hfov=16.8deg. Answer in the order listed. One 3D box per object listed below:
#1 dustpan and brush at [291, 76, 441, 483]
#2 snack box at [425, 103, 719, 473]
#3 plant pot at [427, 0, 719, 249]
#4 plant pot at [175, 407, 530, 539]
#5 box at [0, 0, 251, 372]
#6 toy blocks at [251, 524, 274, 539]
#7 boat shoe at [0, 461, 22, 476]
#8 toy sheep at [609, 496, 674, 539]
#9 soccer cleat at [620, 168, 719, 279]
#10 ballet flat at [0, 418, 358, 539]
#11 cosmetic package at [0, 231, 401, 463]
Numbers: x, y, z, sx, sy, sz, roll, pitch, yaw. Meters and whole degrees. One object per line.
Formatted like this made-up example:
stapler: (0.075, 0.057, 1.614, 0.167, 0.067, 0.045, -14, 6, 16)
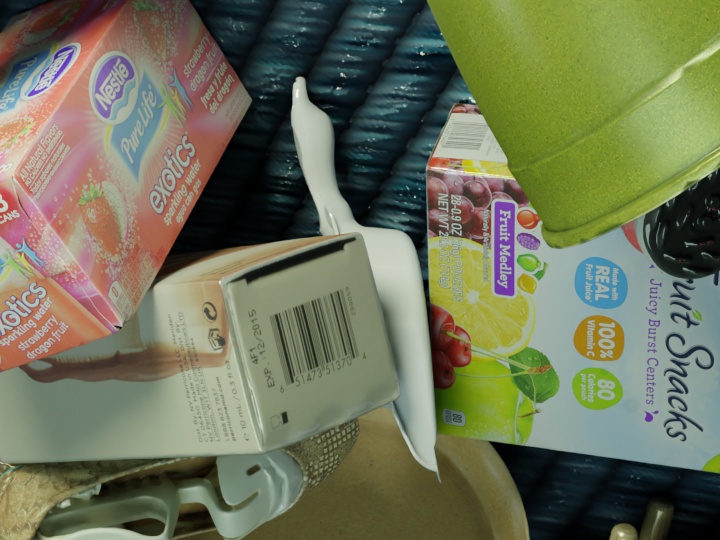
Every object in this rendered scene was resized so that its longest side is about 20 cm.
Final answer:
dustpan and brush: (0.000, 0.000, 1.235, 0.057, 0.140, 0.201, -5, 97, -4)
snack box: (0.136, 0.012, 1.208, 0.199, 0.068, 0.169, 6, 127, 13)
plant pot: (0.104, -0.147, 1.033, 0.200, 0.200, 0.193, -31, 99, 35)
plant pot: (-0.009, 0.152, 1.296, 0.199, 0.201, 0.028, 15, 154, 7)
box: (-0.141, -0.051, 1.168, 0.102, 0.200, 0.095, -17, 119, 30)
toy blocks: (-0.030, 0.180, 1.391, 0.199, 0.100, 0.137, 25, 142, -2)
boat shoe: (-0.194, 0.102, 1.387, 0.199, 0.072, 0.072, 28, 153, 12)
toy sheep: (0.183, 0.207, 1.304, 0.199, 0.138, 0.138, 23, 133, 26)
soccer cleat: (0.199, -0.075, 1.097, 0.200, 0.073, 0.068, -37, 115, 0)
ballet flat: (-0.091, 0.119, 1.252, 0.199, 0.065, 0.071, -15, 128, -7)
cosmetic package: (-0.090, 0.039, 1.194, 0.199, 0.103, 0.088, -7, 100, 44)
